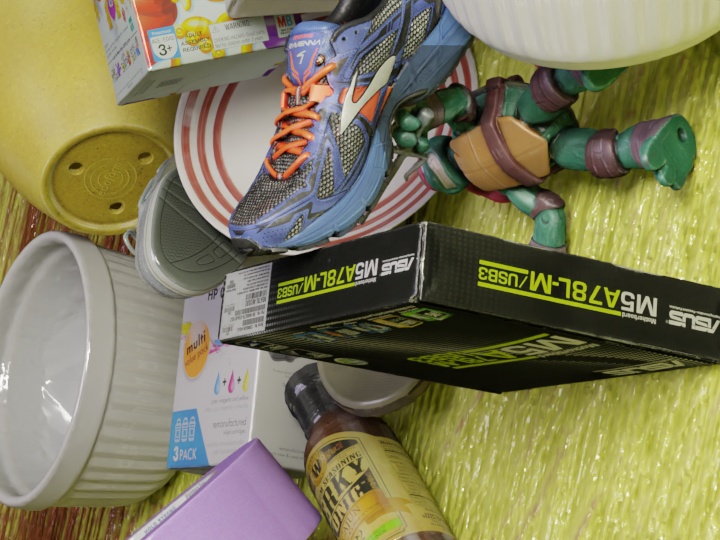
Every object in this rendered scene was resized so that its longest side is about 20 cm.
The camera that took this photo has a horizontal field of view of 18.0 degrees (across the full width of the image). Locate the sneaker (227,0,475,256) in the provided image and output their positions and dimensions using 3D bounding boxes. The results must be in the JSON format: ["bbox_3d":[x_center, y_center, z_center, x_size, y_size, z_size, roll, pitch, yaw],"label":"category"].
[{"bbox_3d":[-0.018,-0.090,1.182,0.075,0.078,0.200,-2,50,46],"label":"sneaker"}]

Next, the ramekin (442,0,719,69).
[{"bbox_3d":[0.120,-0.190,1.160,0.200,0.200,0.105,-122,15,-49],"label":"ramekin"}]

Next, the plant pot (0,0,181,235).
[{"bbox_3d":[-0.184,-0.109,1.615,0.200,0.200,0.142,-57,33,32],"label":"plant pot"}]

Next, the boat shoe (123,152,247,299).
[{"bbox_3d":[-0.109,-0.037,1.475,0.065,0.074,0.202,-47,19,29],"label":"boat shoe"}]

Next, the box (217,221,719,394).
[{"bbox_3d":[0.055,0.024,1.193,0.200,0.193,0.048,-13,67,56],"label":"box"}]

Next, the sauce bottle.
[{"bbox_3d":[0.003,0.130,1.369,0.065,0.065,0.200,-64,34,23],"label":"sauce bottle"}]

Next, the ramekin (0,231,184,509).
[{"bbox_3d":[-0.195,0.080,1.659,0.200,0.105,0.201,-29,56,53],"label":"ramekin"}]

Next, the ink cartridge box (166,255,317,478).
[{"bbox_3d":[-0.066,0.035,1.509,0.115,0.068,0.201,-12,69,57],"label":"ink cartridge box"}]

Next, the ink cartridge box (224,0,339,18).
[{"bbox_3d":[-0.014,-0.254,1.308,0.086,0.147,0.201,146,119,-81],"label":"ink cartridge box"}]

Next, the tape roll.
[{"bbox_3d":[-0.119,0.188,1.367,0.066,0.200,0.200,49,136,0],"label":"tape roll"}]

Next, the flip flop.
[{"bbox_3d":[0.000,0.000,1.401,0.081,0.058,0.201,-16,57,21],"label":"flip flop"}]

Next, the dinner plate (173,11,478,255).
[{"bbox_3d":[-0.021,-0.096,1.427,0.200,0.024,0.201,-8,63,15],"label":"dinner plate"}]

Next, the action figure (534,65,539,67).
[{"bbox_3d":[0.109,-0.212,1.309,0.099,0.065,0.201,4,82,52],"label":"action figure"}]

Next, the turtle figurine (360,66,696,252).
[{"bbox_3d":[0.081,-0.063,1.252,0.200,0.150,0.101,-23,41,45],"label":"turtle figurine"}]

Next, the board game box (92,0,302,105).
[{"bbox_3d":[-0.114,-0.216,1.384,0.105,0.103,0.201,157,99,-71],"label":"board game box"}]
